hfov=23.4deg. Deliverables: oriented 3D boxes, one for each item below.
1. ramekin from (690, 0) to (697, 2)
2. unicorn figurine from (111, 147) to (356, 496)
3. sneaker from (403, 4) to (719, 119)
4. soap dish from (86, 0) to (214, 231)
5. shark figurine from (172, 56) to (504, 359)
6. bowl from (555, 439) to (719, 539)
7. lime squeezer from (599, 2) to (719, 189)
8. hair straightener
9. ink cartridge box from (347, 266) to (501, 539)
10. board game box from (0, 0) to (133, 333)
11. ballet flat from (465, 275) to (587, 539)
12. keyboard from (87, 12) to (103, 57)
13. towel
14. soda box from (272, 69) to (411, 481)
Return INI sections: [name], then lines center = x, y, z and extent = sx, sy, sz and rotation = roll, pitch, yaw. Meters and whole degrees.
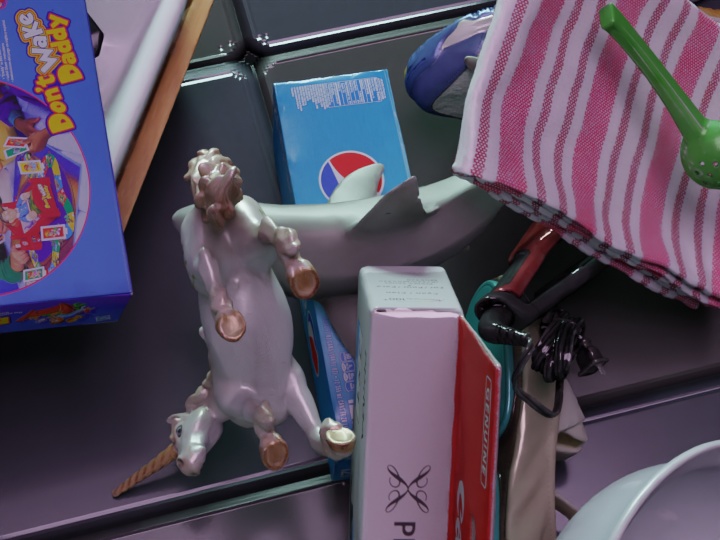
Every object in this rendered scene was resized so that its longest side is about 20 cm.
[ramekin]
center = 0.159, -0.261, 1.016
extent = 0.199, 0.098, 0.202
rotation = 1, 64, -2
[unicorn figurine]
center = -0.055, 0.038, 0.793
extent = 0.073, 0.201, 0.137
rotation = -1, 19, -23
[sneaker]
center = 0.125, -0.093, 0.940
extent = 0.199, 0.075, 0.089
rotation = -4, 66, -9
[soap dish]
center = -0.179, -0.082, 0.916
extent = 0.156, 0.081, 0.201
rotation = 16, 63, 4
[shark figurine]
center = 0.031, -0.041, 0.830
extent = 0.214, 0.090, 0.128
rotation = -32, 71, -15
[bowl]
center = 0.135, 0.174, 0.781
extent = 0.200, 0.090, 0.202
rotation = 2, 86, -41
[lime squeezer]
center = 0.190, -0.066, 0.875
extent = 0.199, 0.038, 0.071
rotation = 18, 44, -37
[hair straightener]
center = 0.103, 0.018, 0.847
extent = 0.041, 0.200, 0.077
rotation = -35, 95, 22
[ink cartridge box]
center = 0.021, 0.112, 0.733
extent = 0.044, 0.176, 0.201
rotation = 1, 101, -4
[board game box]
center = -0.189, -0.071, 0.808
extent = 0.134, 0.045, 0.201
rotation = -5, 74, -19
[ballet flat]
center = 0.080, 0.100, 0.857
extent = 0.069, 0.070, 0.201
rotation = 6, 62, 0
[keyboard]
center = -0.232, -0.103, 0.844
extent = 0.200, 0.040, 0.104
rotation = -34, 70, -20
[towel]
center = 0.135, -0.078, 0.860
extent = 0.199, 0.030, 0.147
rotation = 26, 72, -36
[soda box]
center = 0.000, 0.000, 0.893
extent = 0.064, 0.068, 0.201
rotation = -7, 64, -7
